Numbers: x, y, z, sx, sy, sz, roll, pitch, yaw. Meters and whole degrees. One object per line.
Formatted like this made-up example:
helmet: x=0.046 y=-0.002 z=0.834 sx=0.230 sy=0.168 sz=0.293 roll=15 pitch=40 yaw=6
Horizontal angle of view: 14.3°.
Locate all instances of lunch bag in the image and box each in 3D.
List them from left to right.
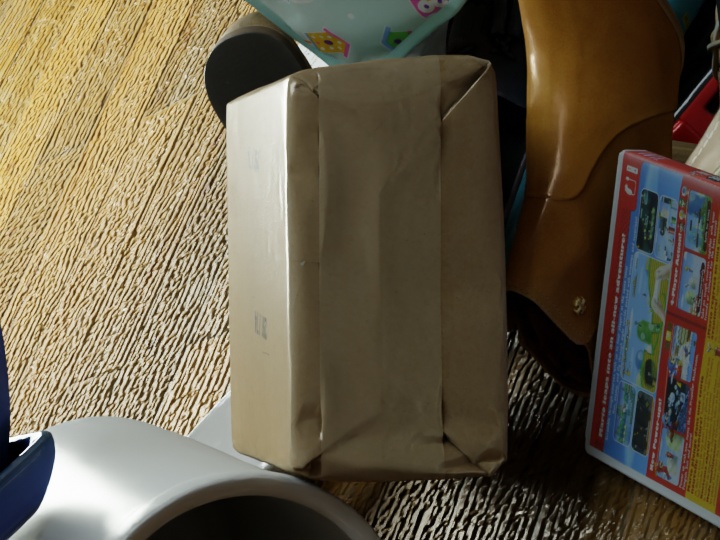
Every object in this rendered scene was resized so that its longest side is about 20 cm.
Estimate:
lunch bag: x=-0.028 y=-0.188 z=1.465 sx=0.122 sy=0.170 sz=0.200 roll=-53 pitch=14 yaw=2

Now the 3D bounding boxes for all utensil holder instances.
utensil holder: x=-0.094 y=0.164 z=1.366 sx=0.170 sy=0.170 sz=0.200 roll=-54 pitch=25 yaw=-11

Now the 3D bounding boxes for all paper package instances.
paper package: x=0.000 y=0.000 z=1.357 sx=0.200 sy=0.103 sz=0.192 roll=172 pitch=97 yaw=-80

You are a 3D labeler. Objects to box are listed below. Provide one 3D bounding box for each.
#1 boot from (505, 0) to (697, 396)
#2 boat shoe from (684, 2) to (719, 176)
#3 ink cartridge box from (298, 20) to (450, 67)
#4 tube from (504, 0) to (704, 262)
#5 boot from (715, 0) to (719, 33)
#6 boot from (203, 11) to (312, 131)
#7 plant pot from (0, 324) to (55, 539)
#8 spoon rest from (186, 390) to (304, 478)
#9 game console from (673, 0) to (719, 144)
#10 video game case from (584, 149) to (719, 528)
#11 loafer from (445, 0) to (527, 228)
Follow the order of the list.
boot: x=0.099 y=-0.048 z=1.324 sx=0.070 sy=0.202 sz=0.144 roll=6 pitch=51 yaw=35
boat shoe: x=0.196 y=-0.105 z=1.363 sx=0.200 sy=0.064 sz=0.071 roll=-54 pitch=-12 yaw=-23
ink cartridge box: x=0.045 y=-0.122 z=1.589 sx=0.145 sy=0.084 sz=0.200 roll=-53 pitch=20 yaw=0
tube: x=0.113 y=-0.078 z=1.431 sx=0.201 sy=0.050 sz=0.078 roll=-60 pitch=-9 yaw=-20
boot: x=0.231 y=-0.103 z=1.255 sx=0.164 sy=0.066 sz=0.201 roll=-15 pitch=58 yaw=31
boot: x=-0.022 y=-0.045 z=1.521 sx=0.073 sy=0.201 sz=0.076 roll=-19 pitch=18 yaw=10
plant pot: x=-0.271 y=0.082 z=1.318 sx=0.199 sy=0.180 sz=0.200 roll=-15 pitch=20 yaw=45
spoon rest: x=-0.085 y=0.121 z=1.523 sx=0.200 sy=0.061 sz=0.099 roll=-53 pitch=27 yaw=-6
game console: x=0.182 y=-0.137 z=1.500 sx=0.200 sy=0.031 sz=0.177 roll=-50 pitch=21 yaw=-3
video game case: x=0.158 y=0.036 z=1.228 sx=0.200 sy=0.017 sz=0.144 roll=-152 pitch=66 yaw=-62
loafer: x=0.070 y=-0.077 z=1.459 sx=0.063 sy=0.071 sz=0.201 roll=-44 pitch=-35 yaw=-81
